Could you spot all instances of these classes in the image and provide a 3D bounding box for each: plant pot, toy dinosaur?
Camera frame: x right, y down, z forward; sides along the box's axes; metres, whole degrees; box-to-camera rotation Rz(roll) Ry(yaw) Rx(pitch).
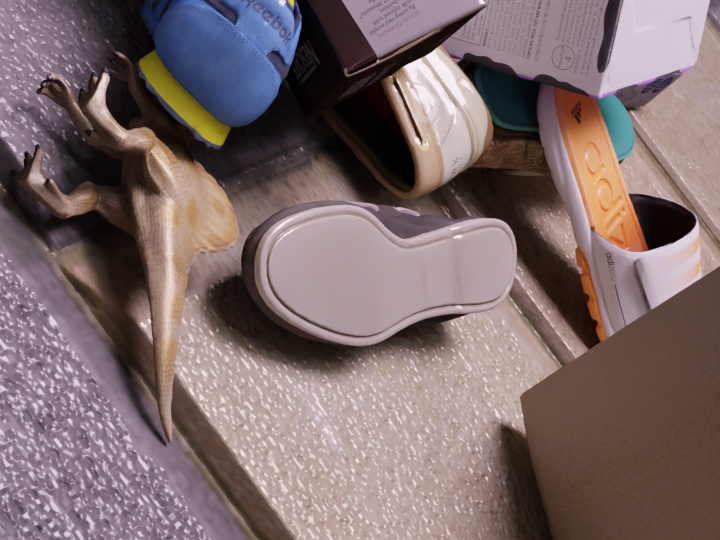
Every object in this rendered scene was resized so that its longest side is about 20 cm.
[{"bbox_3d":[0.208,0.127,0.901,0.199,0.200,0.178,13,62,-23],"label":"plant pot"},{"bbox_3d":[-0.090,-0.034,0.811,0.101,0.058,0.200,35,32,-30],"label":"toy dinosaur"}]

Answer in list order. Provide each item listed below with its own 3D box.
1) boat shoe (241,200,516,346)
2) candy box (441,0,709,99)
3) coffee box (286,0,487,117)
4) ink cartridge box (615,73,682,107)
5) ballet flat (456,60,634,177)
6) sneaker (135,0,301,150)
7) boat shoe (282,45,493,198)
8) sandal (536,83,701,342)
[{"bbox_3d":[0.000,0.000,0.922,0.200,0.057,0.067,-2,94,-52],"label":"boat shoe"},{"bbox_3d":[0.081,-0.164,1.089,0.199,0.072,0.168,19,19,23],"label":"candy box"},{"bbox_3d":[-0.030,-0.186,0.924,0.201,0.080,0.113,63,-13,0],"label":"coffee box"},{"bbox_3d":[0.144,-0.158,1.313,0.094,0.044,0.200,57,29,13],"label":"ink cartridge box"},{"bbox_3d":[0.091,-0.086,1.129,0.200,0.065,0.071,9,64,-55],"label":"ballet flat"},{"bbox_3d":[-0.057,-0.116,0.889,0.066,0.078,0.200,42,9,-15],"label":"sneaker"},{"bbox_3d":[-0.015,-0.123,1.009,0.200,0.074,0.066,46,50,2],"label":"boat shoe"},{"bbox_3d":[0.159,-0.025,1.100,0.079,0.059,0.207,-50,124,-48],"label":"sandal"}]
